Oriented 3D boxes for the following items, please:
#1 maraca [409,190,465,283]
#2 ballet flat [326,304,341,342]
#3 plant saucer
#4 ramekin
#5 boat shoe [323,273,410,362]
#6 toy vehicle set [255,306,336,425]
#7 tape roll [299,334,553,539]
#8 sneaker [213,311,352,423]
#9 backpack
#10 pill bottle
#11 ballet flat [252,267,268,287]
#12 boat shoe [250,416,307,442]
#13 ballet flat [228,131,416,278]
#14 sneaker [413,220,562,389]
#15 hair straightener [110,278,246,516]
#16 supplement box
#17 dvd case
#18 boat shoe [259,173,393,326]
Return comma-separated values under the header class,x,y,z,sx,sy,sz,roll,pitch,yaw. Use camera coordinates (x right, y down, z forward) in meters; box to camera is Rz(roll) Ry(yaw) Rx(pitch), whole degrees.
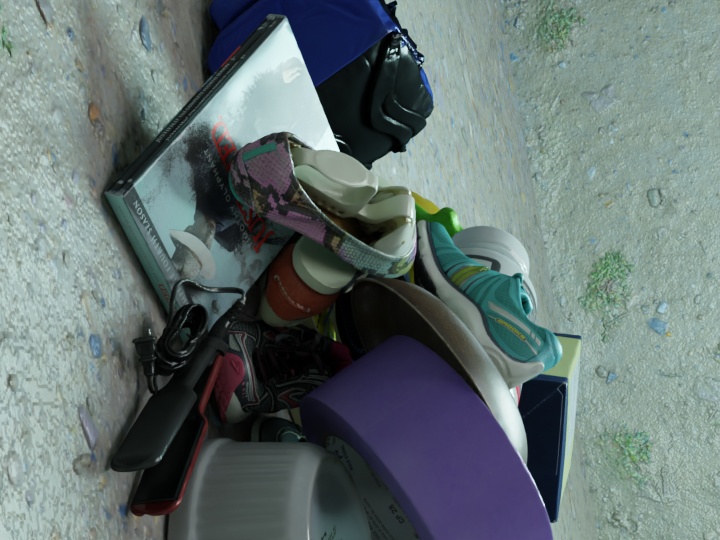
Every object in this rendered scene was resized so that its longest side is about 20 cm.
class,x,y,z,sx,sy,sz,roll,pitch,yaw
maraca,0.049,-0.019,1.497,0.107,0.199,0.138,-42,124,-30
ballet flat,-0.005,0.018,1.384,0.070,0.069,0.201,62,18,-50
plant saucer,0.063,0.085,1.141,0.200,0.032,0.201,49,-20,25
ramekin,-0.052,0.212,1.063,0.202,0.093,0.204,-11,90,-76
boat shoe,0.000,0.000,1.299,0.201,0.083,0.069,-103,174,-49
toy vehicle set,-0.045,0.040,1.369,0.200,0.026,0.125,-76,151,-60
tape roll,0.045,0.153,1.118,0.200,0.085,0.201,51,-18,23
sneaker,-0.064,0.068,1.171,0.200,0.074,0.081,4,75,-75
backpack,-0.028,-0.175,1.331,0.169,0.162,0.200,63,9,24
pill bottle,0.095,0.051,1.338,0.201,0.110,0.111,-70,147,-50
ballet flat,-0.087,-0.026,1.206,0.200,0.071,0.073,53,29,-60
boat shoe,-0.034,0.158,1.244,0.200,0.061,0.074,43,41,-65
ballet flat,-0.007,-0.047,1.108,0.199,0.071,0.070,26,52,-43
sneaker,0.092,0.027,1.208,0.200,0.079,0.078,-121,-160,-50
hair straightener,-0.115,0.064,1.000,0.201,0.041,0.077,-66,143,-50
supplement box,0.106,0.137,1.487,0.200,0.198,0.136,-38,132,-74
dvd case,-0.089,-0.064,1.096,0.200,0.022,0.147,-51,137,-32
boat shoe,-0.018,-0.017,1.204,0.071,0.063,0.200,43,32,-1
